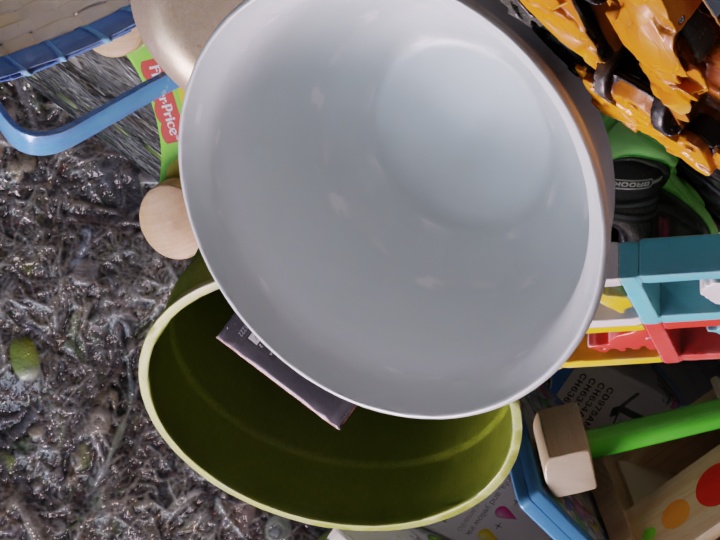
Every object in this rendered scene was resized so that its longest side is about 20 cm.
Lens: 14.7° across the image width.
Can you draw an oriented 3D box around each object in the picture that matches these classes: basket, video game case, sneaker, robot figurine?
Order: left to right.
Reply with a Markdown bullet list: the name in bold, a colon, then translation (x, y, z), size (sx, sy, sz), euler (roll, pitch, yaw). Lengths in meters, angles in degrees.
- **basket**: translation (-0.157, -0.161, 1.511), size (0.200, 0.176, 0.139), euler (50, 152, 24)
- **sneaker**: translation (0.122, -0.026, 1.380), size (0.077, 0.084, 0.200), euler (35, 174, 26)
- **video game case**: translation (0.143, 0.142, 1.565), size (0.200, 0.018, 0.143), euler (45, -162, -29)
- **robot figurine**: translation (0.104, -0.101, 1.023), size (0.145, 0.058, 0.200), euler (35, 173, 29)

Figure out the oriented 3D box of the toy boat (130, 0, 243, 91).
- **toy boat**: translation (-0.024, -0.136, 1.363), size (0.200, 0.130, 0.131), euler (41, -158, -30)

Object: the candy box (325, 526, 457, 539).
- **candy box**: translation (0.056, 0.200, 1.641), size (0.136, 0.061, 0.200), euler (39, -165, 16)

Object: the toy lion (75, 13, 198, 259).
- **toy lion**: translation (-0.049, -0.097, 1.618), size (0.069, 0.191, 0.201), euler (-38, -66, -60)

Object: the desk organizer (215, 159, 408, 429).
- **desk organizer**: translation (0.025, -0.033, 1.289), size (0.072, 0.200, 0.077), euler (37, -167, 1)

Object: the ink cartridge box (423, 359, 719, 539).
- **ink cartridge box**: translation (0.122, 0.095, 1.703), size (0.199, 0.148, 0.145), euler (27, -161, -24)

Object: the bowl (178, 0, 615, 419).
- **bowl**: translation (0.029, -0.045, 1.186), size (0.201, 0.202, 0.090), euler (36, -145, 12)

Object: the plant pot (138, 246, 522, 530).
- **plant pot**: translation (0.000, 0.000, 1.486), size (0.199, 0.194, 0.201), euler (7, 138, 7)

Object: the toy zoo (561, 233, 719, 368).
- **toy zoo**: translation (0.141, 0.016, 1.327), size (0.199, 0.021, 0.131), euler (-4, 160, 15)

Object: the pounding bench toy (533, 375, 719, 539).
- **pounding bench toy**: translation (0.206, 0.107, 1.499), size (0.200, 0.156, 0.125), euler (41, -160, -34)
